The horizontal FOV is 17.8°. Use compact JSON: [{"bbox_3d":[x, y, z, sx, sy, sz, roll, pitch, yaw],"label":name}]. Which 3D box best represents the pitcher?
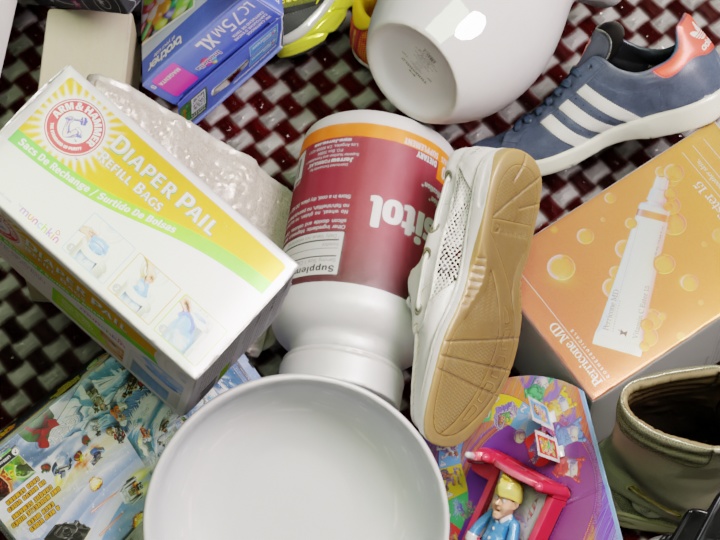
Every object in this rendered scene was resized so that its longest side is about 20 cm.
[{"bbox_3d":[0.077,-0.207,1.625,0.172,0.121,0.200,46,55,2],"label":"pitcher"}]

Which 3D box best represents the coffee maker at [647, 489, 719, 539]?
[{"bbox_3d":[0.234,0.241,1.434,0.134,0.200,0.193,6,65,4],"label":"coffee maker"}]

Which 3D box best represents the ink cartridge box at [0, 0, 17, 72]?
[{"bbox_3d":[-0.362,-0.174,1.656,0.199,0.146,0.084,20,23,10],"label":"ink cartridge box"}]

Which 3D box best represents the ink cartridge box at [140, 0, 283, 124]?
[{"bbox_3d":[-0.110,-0.205,1.672,0.119,0.042,0.201,-36,43,31],"label":"ink cartridge box"}]

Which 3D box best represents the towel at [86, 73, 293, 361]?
[{"bbox_3d":[-0.127,-0.034,1.601,0.200,0.034,0.133,31,61,-24],"label":"towel"}]

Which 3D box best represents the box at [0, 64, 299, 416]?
[{"bbox_3d":[-0.151,-0.018,1.480,0.200,0.113,0.101,41,72,5],"label":"box"}]

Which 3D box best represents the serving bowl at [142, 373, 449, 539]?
[{"bbox_3d":[-0.044,0.163,1.520,0.199,0.066,0.201,-1,96,-6],"label":"serving bowl"}]

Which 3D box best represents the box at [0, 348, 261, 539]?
[{"bbox_3d":[-0.151,0.125,1.543,0.200,0.040,0.137,-39,104,-17],"label":"box"}]

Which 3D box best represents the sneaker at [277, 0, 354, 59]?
[{"bbox_3d":[-0.022,-0.255,1.719,0.074,0.085,0.200,0,54,51],"label":"sneaker"}]

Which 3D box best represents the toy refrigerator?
[{"bbox_3d":[-0.203,-0.083,1.657,0.070,0.076,0.201,2,65,1],"label":"toy refrigerator"}]

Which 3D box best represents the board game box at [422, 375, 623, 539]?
[{"bbox_3d":[0.088,0.165,1.510,0.158,0.039,0.201,-27,61,29],"label":"board game box"}]

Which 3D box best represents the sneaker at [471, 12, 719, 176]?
[{"bbox_3d":[0.161,-0.127,1.637,0.199,0.075,0.085,-18,107,20],"label":"sneaker"}]

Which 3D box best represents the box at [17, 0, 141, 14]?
[{"bbox_3d":[-0.219,-0.271,1.673,0.200,0.115,0.132,10,54,45],"label":"box"}]

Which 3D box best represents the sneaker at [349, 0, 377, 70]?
[{"bbox_3d":[0.085,-0.209,1.715,0.200,0.077,0.073,-30,66,-15],"label":"sneaker"}]

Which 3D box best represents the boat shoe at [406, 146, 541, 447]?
[{"bbox_3d":[0.064,0.015,1.529,0.069,0.071,0.201,11,85,44],"label":"boat shoe"}]

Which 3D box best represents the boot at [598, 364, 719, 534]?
[{"bbox_3d":[0.252,0.124,1.511,0.199,0.155,0.072,7,61,-3],"label":"boot"}]

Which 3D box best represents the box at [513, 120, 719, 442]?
[{"bbox_3d":[0.199,0.011,1.598,0.200,0.098,0.125,-33,69,-14],"label":"box"}]

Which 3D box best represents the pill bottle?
[{"bbox_3d":[0.000,0.000,1.597,0.112,0.113,0.201,8,66,4],"label":"pill bottle"}]
